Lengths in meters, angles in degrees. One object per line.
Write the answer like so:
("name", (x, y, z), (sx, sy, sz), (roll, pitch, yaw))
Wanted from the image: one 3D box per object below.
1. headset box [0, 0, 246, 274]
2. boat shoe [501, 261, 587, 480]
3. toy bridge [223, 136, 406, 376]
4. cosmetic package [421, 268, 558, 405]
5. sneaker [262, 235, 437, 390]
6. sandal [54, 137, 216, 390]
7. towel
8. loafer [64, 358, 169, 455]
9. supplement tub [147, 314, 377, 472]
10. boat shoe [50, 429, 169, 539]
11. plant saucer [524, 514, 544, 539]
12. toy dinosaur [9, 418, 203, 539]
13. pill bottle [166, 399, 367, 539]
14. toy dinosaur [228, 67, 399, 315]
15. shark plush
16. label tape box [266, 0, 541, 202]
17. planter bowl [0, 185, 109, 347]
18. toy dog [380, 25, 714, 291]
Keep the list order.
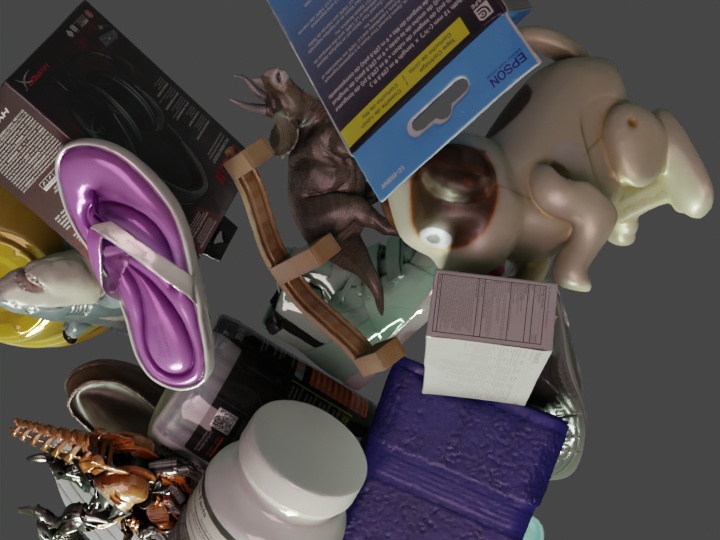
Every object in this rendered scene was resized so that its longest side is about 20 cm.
("headset box", (-0.175, -0.081, 1.000), (0.200, 0.149, 0.077), (42, 123, -13))
("boat shoe", (0.145, 0.081, 1.097), (0.074, 0.065, 0.203), (-3, 120, 20))
("toy bridge", (-0.043, -0.008, 1.014), (0.201, 0.027, 0.067), (56, 146, -6))
("cosmetic package", (0.087, 0.050, 0.948), (0.082, 0.200, 0.051), (9, 75, 4))
("sneaker", (0.000, 0.000, 1.062), (0.118, 0.074, 0.201), (29, 120, -14))
("sandal", (-0.150, 0.003, 0.928), (0.082, 0.050, 0.204), (-12, 118, 20))
("towel", (0.061, 0.183, 1.056), (0.147, 0.050, 0.201), (22, 84, 7))
("loafer", (-0.174, 0.154, 1.170), (0.200, 0.071, 0.073), (39, 116, -13))
("supplement tub", (-0.064, 0.135, 1.117), (0.199, 0.123, 0.123), (32, 117, -8))
("boat shoe", (-0.199, 0.220, 1.213), (0.200, 0.071, 0.072), (52, 127, 3))
("plant saucer", (0.061, 0.248, 1.166), (0.199, 0.036, 0.201), (-15, 143, -11))
("toy dinosaur", (-0.194, 0.163, 1.078), (0.135, 0.102, 0.200), (-23, 115, 31))
("pill bottle", (-0.079, 0.200, 1.018), (0.116, 0.117, 0.201), (27, 120, -7))
("toy dinosaur", (-0.018, -0.065, 1.028), (0.102, 0.077, 0.201), (-12, 102, 18))
("shark plush", (-0.213, 0.023, 1.072), (0.083, 0.200, 0.091), (-41, 75, 0))
("label tape box", (0.035, -0.160, 0.914), (0.143, 0.066, 0.201), (-41, 61, 24))
("planter bowl", (-0.284, -0.004, 1.096), (0.199, 0.084, 0.202), (3, 117, 6))
("toy dog", (0.115, -0.066, 0.938), (0.199, 0.139, 0.195), (-24, 97, -25))
